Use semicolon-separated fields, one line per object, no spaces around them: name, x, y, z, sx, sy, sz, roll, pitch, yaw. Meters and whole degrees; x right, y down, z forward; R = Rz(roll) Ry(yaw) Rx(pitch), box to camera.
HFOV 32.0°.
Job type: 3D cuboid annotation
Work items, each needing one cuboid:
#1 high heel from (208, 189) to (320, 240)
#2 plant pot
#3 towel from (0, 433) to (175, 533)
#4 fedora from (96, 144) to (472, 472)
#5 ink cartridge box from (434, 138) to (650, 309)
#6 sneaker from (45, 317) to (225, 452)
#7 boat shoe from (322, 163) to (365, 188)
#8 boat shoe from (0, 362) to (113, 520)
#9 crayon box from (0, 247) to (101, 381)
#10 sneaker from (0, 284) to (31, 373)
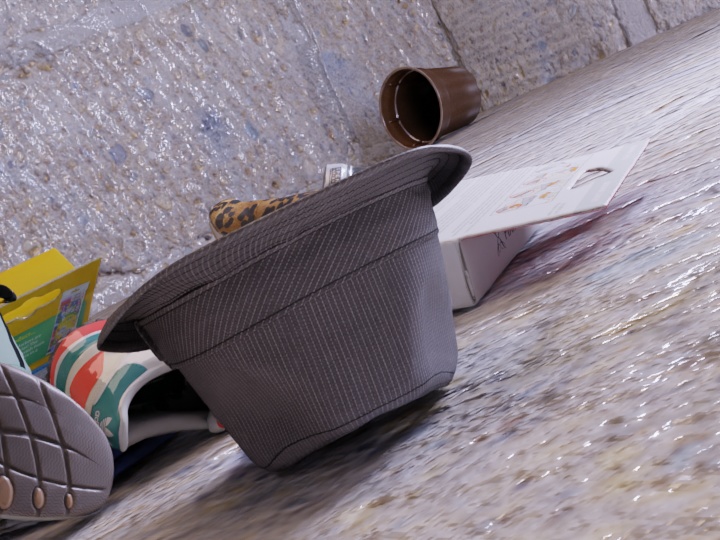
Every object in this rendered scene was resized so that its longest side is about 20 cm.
high heel;-0.074;-0.053;1.219;0.141;0.072;0.200;-31;22;2
plant pot;0.180;-0.410;3.060;0.199;0.203;0.197;-20;1;44
towel;-0.203;0.130;0.756;0.198;0.024;0.147;-22;5;24
fedora;-0.018;0.025;0.533;0.175;0.091;0.200;-26;-1;-17
ink cartridge box;0.087;-0.026;0.771;0.171;0.044;0.200;-10;12;23
sneaker;-0.073;0.056;0.718;0.197;0.071;0.093;-15;32;-30
boat shoe;-0.005;-0.027;0.990;0.056;0.070;0.200;3;-16;-2
boat shoe;-0.220;0.081;0.620;0.072;0.197;0.077;-39;36;57
crayon box;-0.262;0.068;0.907;0.125;0.051;0.202;-31;-26;-42
sneaker;-0.237;0.065;0.783;0.073;0.120;0.200;-25;3;-23
